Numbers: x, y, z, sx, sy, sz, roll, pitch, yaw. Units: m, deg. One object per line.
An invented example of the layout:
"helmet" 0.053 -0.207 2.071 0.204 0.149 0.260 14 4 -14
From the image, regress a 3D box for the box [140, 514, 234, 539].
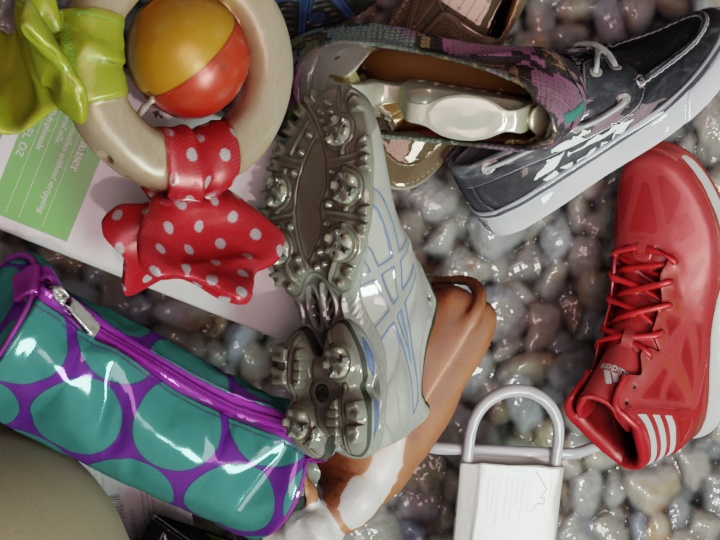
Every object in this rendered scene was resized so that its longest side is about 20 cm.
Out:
"box" -0.095 0.264 0.975 0.192 0.047 0.202 30 86 -46

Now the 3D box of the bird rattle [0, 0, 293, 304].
"bird rattle" -0.096 -0.089 0.820 0.200 0.112 0.164 44 71 -16

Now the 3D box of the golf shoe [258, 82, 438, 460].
"golf shoe" 0.000 0.000 0.887 0.097 0.078 0.203 -4 95 -49

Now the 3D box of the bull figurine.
"bull figurine" 0.012 0.086 0.973 0.065 0.121 0.201 37 94 -17

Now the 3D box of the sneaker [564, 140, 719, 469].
"sneaker" 0.177 0.030 0.994 0.115 0.078 0.202 -29 113 -47

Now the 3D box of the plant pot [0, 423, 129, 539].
"plant pot" -0.225 0.180 0.834 0.197 0.134 0.203 0 87 5

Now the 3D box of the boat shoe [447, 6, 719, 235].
"boat shoe" 0.141 -0.106 0.980 0.199 0.072 0.068 -35 121 5

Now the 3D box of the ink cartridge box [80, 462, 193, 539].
"ink cartridge box" -0.205 0.118 0.962 0.197 0.067 0.117 -8 104 -10

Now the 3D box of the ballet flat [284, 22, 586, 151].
"ballet flat" 0.027 -0.100 0.913 0.197 0.071 0.070 7 112 17

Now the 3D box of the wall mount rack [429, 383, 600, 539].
"wall mount rack" 0.113 0.163 1.044 0.171 0.075 0.203 3 103 -9

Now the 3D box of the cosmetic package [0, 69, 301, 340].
"cosmetic package" -0.112 -0.047 0.926 0.198 0.085 0.109 21 95 -16

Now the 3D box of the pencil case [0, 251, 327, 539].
"pencil case" -0.120 0.071 0.888 0.199 0.086 0.092 30 133 -22

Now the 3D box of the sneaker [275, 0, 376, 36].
"sneaker" -0.005 -0.205 0.932 0.198 0.078 0.076 -27 147 10

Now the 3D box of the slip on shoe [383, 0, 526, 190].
"slip on shoe" 0.056 -0.140 0.959 0.075 0.061 0.202 27 96 -17
